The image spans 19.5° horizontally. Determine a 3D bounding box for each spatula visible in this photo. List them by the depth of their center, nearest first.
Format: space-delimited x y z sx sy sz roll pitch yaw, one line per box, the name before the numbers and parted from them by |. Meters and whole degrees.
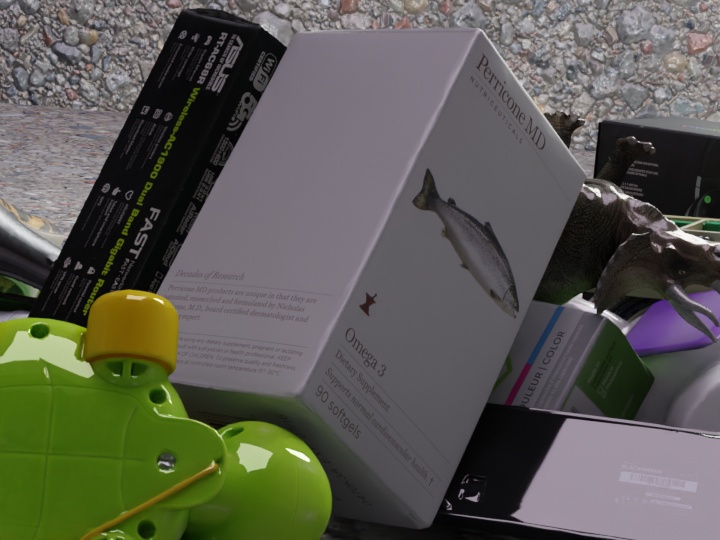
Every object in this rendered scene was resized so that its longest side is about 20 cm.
spatula | 0.107 0.020 1.100 0.199 0.021 0.057 6 37 35

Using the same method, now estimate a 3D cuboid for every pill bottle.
pill bottle | 0.180 0.071 1.115 0.110 0.112 0.200 3 10 -8

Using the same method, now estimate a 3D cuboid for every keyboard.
keyboard | 0.128 0.117 0.932 0.199 0.021 0.127 7 43 16

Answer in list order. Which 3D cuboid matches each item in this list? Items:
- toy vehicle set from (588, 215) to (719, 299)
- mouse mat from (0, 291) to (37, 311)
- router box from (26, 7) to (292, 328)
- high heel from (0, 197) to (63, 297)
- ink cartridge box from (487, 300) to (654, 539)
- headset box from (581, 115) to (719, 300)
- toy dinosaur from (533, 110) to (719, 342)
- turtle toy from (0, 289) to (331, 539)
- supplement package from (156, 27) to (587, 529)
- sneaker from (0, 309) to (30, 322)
toy vehicle set | 0.199 -0.006 1.148 0.199 0.027 0.124 5 11 27
mouse mat | -0.251 0.025 1.242 0.199 0.008 0.161 14 -17 -3
router box | -0.067 -0.007 1.054 0.062 0.201 0.150 17 -12 41
high heel | -0.243 -0.022 1.233 0.142 0.072 0.200 29 -14 -28
ink cartridge box | 0.039 0.064 1.077 0.199 0.104 0.059 13 -25 43
headset box | 0.234 0.000 1.305 0.174 0.201 0.093 11 11 39
toy dinosaur | 0.095 -0.018 1.066 0.077 0.103 0.199 22 -19 -41
turtle toy | -0.110 0.087 0.850 0.199 0.147 0.101 5 -21 -2
supplement package | 0.000 0.000 0.973 0.117 0.201 0.117 4 -32 41
sneaker | -0.223 0.054 1.127 0.114 0.076 0.200 3 5 11
